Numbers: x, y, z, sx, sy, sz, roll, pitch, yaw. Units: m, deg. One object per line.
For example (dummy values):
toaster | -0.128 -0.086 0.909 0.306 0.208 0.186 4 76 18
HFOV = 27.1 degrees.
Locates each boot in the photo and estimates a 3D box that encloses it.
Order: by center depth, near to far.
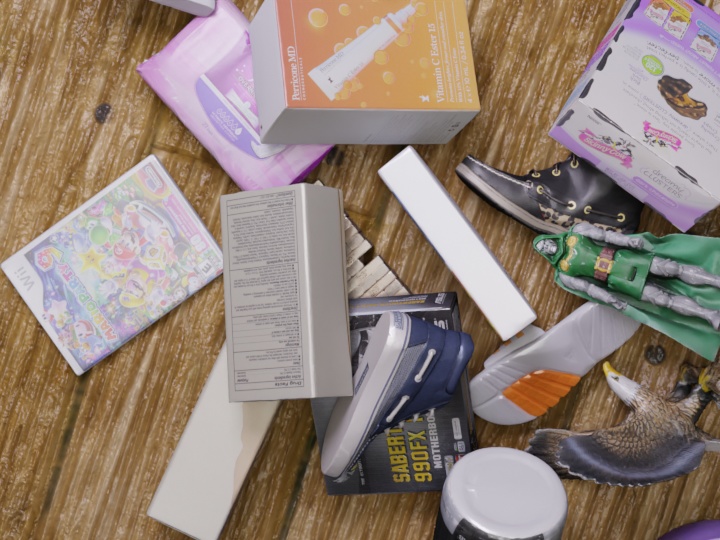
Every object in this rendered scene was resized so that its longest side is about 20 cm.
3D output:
boot | 0.033 0.131 1.437 0.090 0.073 0.201 16 126 -15
boot | 0.211 -0.106 1.507 0.199 0.073 0.151 29 94 -3

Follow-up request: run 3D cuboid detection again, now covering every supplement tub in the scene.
supplement tub | 0.129 0.281 1.468 0.122 0.123 0.201 10 131 2

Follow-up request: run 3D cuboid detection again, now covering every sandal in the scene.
sandal | 0.198 0.081 1.523 0.206 0.059 0.079 -36 114 13

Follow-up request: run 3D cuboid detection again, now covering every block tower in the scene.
block tower | 0.000 0.000 1.529 0.054 0.058 0.200 -40 90 3

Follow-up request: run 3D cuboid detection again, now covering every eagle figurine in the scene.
eagle figurine | 0.277 0.160 1.487 0.200 0.152 0.151 -40 48 -11

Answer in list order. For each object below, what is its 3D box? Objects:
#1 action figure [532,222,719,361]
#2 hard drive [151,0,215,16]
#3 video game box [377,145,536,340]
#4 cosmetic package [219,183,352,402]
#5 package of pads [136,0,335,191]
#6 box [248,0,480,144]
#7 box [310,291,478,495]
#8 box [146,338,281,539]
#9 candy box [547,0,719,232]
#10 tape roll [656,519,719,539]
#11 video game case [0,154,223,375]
action figure | 0.259 0.002 1.441 0.199 0.055 0.119 17 94 22
hard drive | -0.199 -0.361 1.469 0.131 0.026 0.201 13 68 -30
video game box | 0.093 -0.030 1.461 0.047 0.182 0.200 -37 90 7
cosmetic package | -0.071 0.023 1.424 0.103 0.073 0.201 -5 85 32
package of pads | -0.119 -0.171 1.515 0.120 0.076 0.200 -42 91 3
box | 0.002 -0.196 1.453 0.199 0.097 0.125 -2 75 -19
box | 0.030 0.125 1.496 0.157 0.048 0.201 -4 110 12
box | -0.138 0.168 1.524 0.077 0.095 0.201 25 95 1
candy box | 0.300 -0.166 1.448 0.167 0.072 0.200 36 58 -3
tape roll | 0.369 0.361 1.518 0.199 0.085 0.201 0 93 2
video game case | -0.254 -0.005 1.557 0.200 0.018 0.144 -35 91 4
